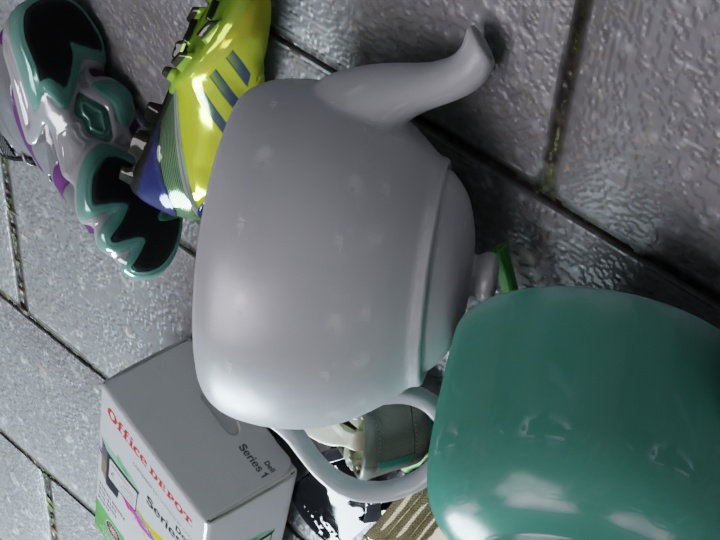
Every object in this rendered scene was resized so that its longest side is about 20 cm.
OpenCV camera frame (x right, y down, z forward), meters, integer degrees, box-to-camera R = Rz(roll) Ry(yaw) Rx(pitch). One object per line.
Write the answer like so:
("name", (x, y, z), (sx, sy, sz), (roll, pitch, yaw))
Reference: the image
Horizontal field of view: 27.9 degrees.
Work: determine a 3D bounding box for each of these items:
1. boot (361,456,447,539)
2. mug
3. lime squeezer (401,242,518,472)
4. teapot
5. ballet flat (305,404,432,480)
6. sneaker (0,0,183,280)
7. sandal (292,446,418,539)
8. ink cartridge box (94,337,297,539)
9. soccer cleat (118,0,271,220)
("boot", (0.064, 0.209, 0.866), (0.155, 0.073, 0.201), (37, 135, 15))
("mug", (0.119, 0.102, 0.700), (0.184, 0.115, 0.152), (31, 148, -27))
("lime squeezer", (0.077, 0.072, 0.835), (0.071, 0.038, 0.201), (51, 143, 28))
("teapot", (0.000, 0.000, 0.766), (0.145, 0.199, 0.200), (9, 156, 6))
("ballet flat", (-0.035, 0.059, 0.902), (0.200, 0.063, 0.068), (39, 137, 41))
("sneaker", (-0.201, -0.081, 1.009), (0.140, 0.077, 0.201), (-17, 96, 56))
("sandal", (-0.003, 0.144, 0.982), (0.076, 0.043, 0.201), (45, 144, 13))
("ink cartridge box", (-0.131, 0.174, 1.109), (0.145, 0.084, 0.201), (47, 146, 26))
("soccer cleat", (-0.083, -0.100, 0.874), (0.083, 0.065, 0.200), (25, 141, -10))
